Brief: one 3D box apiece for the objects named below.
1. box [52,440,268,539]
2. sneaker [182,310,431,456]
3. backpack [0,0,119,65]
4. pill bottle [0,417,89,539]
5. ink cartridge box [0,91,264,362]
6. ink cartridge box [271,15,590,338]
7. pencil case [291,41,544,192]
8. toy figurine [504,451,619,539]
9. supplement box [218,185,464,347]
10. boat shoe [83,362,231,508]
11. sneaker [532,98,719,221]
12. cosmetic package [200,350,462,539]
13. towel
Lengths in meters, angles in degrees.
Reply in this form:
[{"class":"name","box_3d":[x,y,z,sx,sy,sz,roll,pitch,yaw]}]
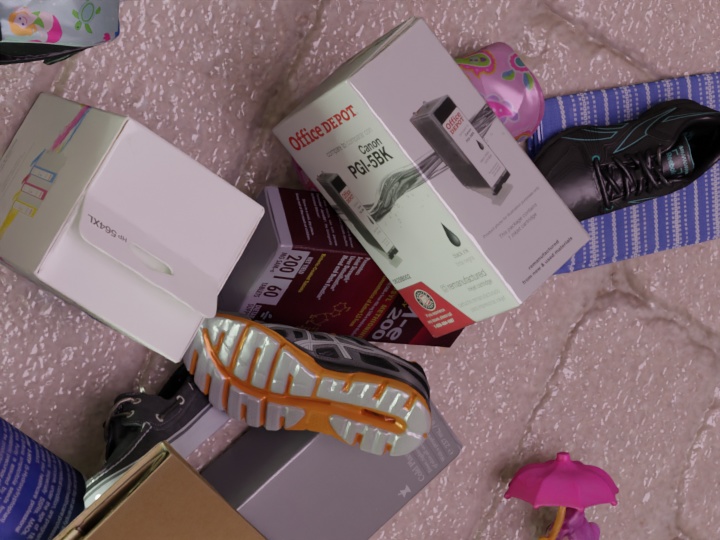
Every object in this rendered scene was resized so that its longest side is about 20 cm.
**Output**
[{"class":"box","box_3d":[-0.150,0.222,1.614,0.163,0.021,0.200,-44,141,-4]},{"class":"sneaker","box_3d":[-0.040,0.076,1.689,0.199,0.077,0.079,22,119,1]},{"class":"backpack","box_3d":[-0.259,-0.203,1.519,0.199,0.177,0.152,2,100,-19]},{"class":"pill bottle","box_3d":[-0.257,0.178,1.624,0.200,0.120,0.120,38,81,-28]},{"class":"ink cartridge box","box_3d":[-0.170,-0.031,1.586,0.128,0.200,0.126,33,84,-29]},{"class":"ink cartridge box","box_3d":[0.047,-0.063,1.620,0.083,0.147,0.200,-42,97,-25]},{"class":"pencil case","box_3d":[0.043,-0.116,1.756,0.199,0.087,0.088,-20,108,-25]},{"class":"toy figurine","box_3d":[0.155,0.246,1.866,0.185,0.150,0.200,-60,141,-17]},{"class":"supplement box","box_3d":[0.000,0.000,1.733,0.199,0.061,0.109,5,140,-28]},{"class":"boat shoe","box_3d":[-0.154,0.116,1.654,0.066,0.070,0.200,51,33,0]},{"class":"sneaker","box_3d":[0.217,-0.089,1.831,0.199,0.079,0.076,-27,108,-23]},{"class":"cosmetic package","box_3d":[-0.034,0.159,1.760,0.200,0.090,0.107,-45,119,-18]},{"class":"towel","box_3d":[0.225,-0.082,1.894,0.199,0.024,0.146,-11,102,-28]}]
